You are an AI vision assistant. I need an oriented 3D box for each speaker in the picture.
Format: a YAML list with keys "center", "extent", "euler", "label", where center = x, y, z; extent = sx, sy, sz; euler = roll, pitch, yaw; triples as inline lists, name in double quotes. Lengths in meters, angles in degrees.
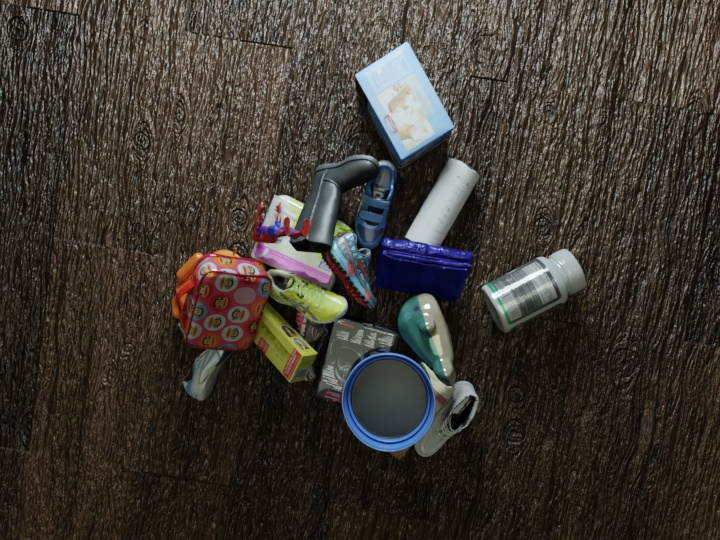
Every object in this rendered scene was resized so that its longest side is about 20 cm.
- center: [0.178, -0.137, 1.141]
  extent: [0.080, 0.081, 0.202]
  euler: [29, 93, 0]
  label: "speaker"

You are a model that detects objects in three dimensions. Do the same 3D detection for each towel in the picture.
- center: [0.131, 0.006, 1.128]
  extent: [0.196, 0.050, 0.149]
  euler: [11, 136, 2]
  label: "towel"

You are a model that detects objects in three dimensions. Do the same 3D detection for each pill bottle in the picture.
- center: [0.373, 0.042, 1.129]
  extent: [0.197, 0.113, 0.115]
  euler: [-27, 92, 2]
  label: "pill bottle"

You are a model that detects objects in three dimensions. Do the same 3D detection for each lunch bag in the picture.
- center: [-0.285, 0.068, 1.055]
  extent: [0.173, 0.082, 0.202]
  euler: [8, 120, -33]
  label: "lunch bag"

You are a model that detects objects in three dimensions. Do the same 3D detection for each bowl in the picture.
- center: [0.059, 0.274, 1.102]
  extent: [0.196, 0.039, 0.205]
  euler: [0, 90, 6]
  label: "bowl"

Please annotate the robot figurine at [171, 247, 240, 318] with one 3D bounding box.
- center: [-0.322, 0.037, 1.147]
  extent: [0.199, 0.117, 0.145]
  euler: [-39, 89, 4]
  label: "robot figurine"

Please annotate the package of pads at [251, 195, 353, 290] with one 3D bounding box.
- center: [-0.126, -0.064, 1.159]
  extent: [0.197, 0.068, 0.157]
  euler: [23, 94, 0]
  label: "package of pads"

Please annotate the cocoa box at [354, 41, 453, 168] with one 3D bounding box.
- center: [0.090, -0.343, 1.108]
  extent: [0.132, 0.131, 0.202]
  euler: [-30, 92, 3]
  label: "cocoa box"

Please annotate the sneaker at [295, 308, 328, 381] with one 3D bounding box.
- center: [-0.107, 0.146, 1.164]
  extent: [0.073, 0.081, 0.205]
  euler: [3, 93, -1]
  label: "sneaker"

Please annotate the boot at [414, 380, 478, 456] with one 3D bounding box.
- center: [0.188, 0.339, 1.157]
  extent: [0.073, 0.096, 0.202]
  euler: [33, 93, 0]
  label: "boot"

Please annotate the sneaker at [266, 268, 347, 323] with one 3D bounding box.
- center: [-0.121, 0.054, 1.099]
  extent: [0.196, 0.077, 0.077]
  euler: [17, 71, 17]
  label: "sneaker"

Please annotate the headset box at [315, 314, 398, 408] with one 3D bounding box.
- center: [-0.010, 0.213, 1.166]
  extent: [0.146, 0.077, 0.204]
  euler: [14, 94, 1]
  label: "headset box"

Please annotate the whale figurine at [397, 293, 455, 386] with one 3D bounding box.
- center: [0.141, 0.151, 1.113]
  extent: [0.102, 0.159, 0.203]
  euler: [-20, 61, 9]
  label: "whale figurine"

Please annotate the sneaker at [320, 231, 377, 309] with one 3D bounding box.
- center: [0.000, 0.000, 1.125]
  extent: [0.096, 0.079, 0.201]
  euler: [-47, 132, -17]
  label: "sneaker"

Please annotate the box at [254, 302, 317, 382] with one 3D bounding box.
- center: [-0.181, 0.148, 1.126]
  extent: [0.199, 0.050, 0.076]
  euler: [41, 112, 30]
  label: "box"

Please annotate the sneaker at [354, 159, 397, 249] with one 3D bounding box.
- center: [0.032, -0.147, 1.144]
  extent: [0.072, 0.082, 0.204]
  euler: [12, 94, -1]
  label: "sneaker"

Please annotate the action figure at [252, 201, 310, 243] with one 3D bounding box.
- center: [-0.168, -0.105, 1.048]
  extent: [0.064, 0.199, 0.101]
  euler: [5, 83, -32]
  label: "action figure"

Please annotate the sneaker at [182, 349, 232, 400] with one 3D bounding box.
- center: [-0.335, 0.194, 1.178]
  extent: [0.072, 0.072, 0.202]
  euler: [30, 90, 8]
  label: "sneaker"

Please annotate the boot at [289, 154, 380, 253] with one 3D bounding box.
- center: [-0.051, -0.133, 1.068]
  extent: [0.162, 0.066, 0.203]
  euler: [-7, 52, 35]
  label: "boot"

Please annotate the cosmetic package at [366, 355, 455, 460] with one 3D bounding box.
- center: [0.110, 0.301, 1.162]
  extent: [0.103, 0.087, 0.201]
  euler: [36, 93, 2]
  label: "cosmetic package"
